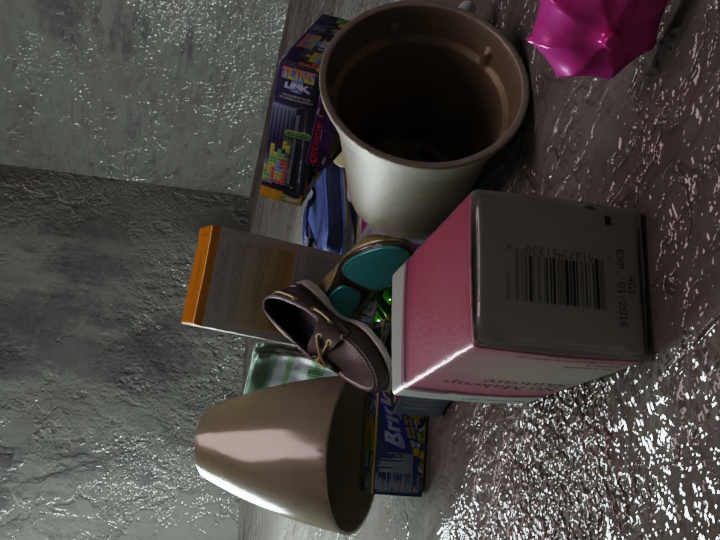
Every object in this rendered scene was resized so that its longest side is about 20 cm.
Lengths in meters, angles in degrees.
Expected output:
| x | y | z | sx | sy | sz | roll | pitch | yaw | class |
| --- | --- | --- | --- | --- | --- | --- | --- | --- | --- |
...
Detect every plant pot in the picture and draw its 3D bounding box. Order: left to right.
| x | y | z | sx | sy | sz | roll | pitch | yaw | class |
| --- | --- | --- | --- | --- | --- | --- | --- | --- | --- |
| -0.097 | 0.218 | 1.109 | 0.187 | 0.198 | 0.190 | 0 | -90 | -70 | plant pot |
| 0.057 | -0.134 | 0.920 | 0.184 | 0.198 | 0.202 | 95 | 176 | -61 | plant pot |

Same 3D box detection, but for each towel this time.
| x | y | z | sx | sy | sz | roll | pitch | yaw | class |
| --- | --- | --- | --- | --- | --- | --- | --- | --- | --- |
| -0.051 | 0.163 | 1.174 | 0.024 | 0.198 | 0.154 | -90 | 13 | -50 | towel |

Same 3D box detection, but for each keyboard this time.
| x | y | z | sx | sy | sz | roll | pitch | yaw | class |
| --- | --- | --- | --- | --- | --- | --- | --- | --- | --- |
| -0.017 | 0.056 | 1.167 | 0.200 | 0.011 | 0.057 | -170 | 86 | -71 | keyboard |

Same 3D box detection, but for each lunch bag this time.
| x | y | z | sx | sy | sz | roll | pitch | yaw | class |
| --- | --- | --- | --- | --- | --- | --- | --- | --- | --- |
| -0.021 | -0.058 | 1.307 | 0.137 | 0.131 | 0.201 | 109 | 163 | -46 | lunch bag |

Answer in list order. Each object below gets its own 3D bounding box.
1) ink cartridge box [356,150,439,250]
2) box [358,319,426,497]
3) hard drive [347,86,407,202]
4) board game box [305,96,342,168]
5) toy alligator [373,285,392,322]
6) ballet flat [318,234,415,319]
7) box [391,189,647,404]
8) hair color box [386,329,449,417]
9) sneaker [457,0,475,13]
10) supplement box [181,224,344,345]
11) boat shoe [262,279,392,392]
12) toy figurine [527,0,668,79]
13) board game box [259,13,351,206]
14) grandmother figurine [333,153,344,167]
| x | y | z | sx | sy | sz | roll | pitch | yaw | class |
| --- | --- | --- | --- | --- | --- | --- | --- | --- | --- |
| 0.051 | -0.094 | 1.131 | 0.200 | 0.074 | 0.167 | 129 | 147 | -67 | ink cartridge box |
| 0.041 | 0.162 | 1.071 | 0.070 | 0.064 | 0.202 | 146 | 130 | -74 | box |
| 0.020 | -0.194 | 1.091 | 0.201 | 0.026 | 0.133 | 112 | 164 | -52 | hard drive |
| -0.019 | -0.195 | 1.027 | 0.200 | 0.032 | 0.121 | -64 | -8 | -71 | board game box |
| 0.028 | 0.058 | 1.191 | 0.060 | 0.054 | 0.200 | 54 | 149 | 15 | toy alligator |
| 0.000 | 0.000 | 1.063 | 0.200 | 0.070 | 0.071 | -47 | 36 | 46 | ballet flat |
| 0.108 | 0.030 | 0.678 | 0.200 | 0.126 | 0.110 | 128 | 146 | -69 | box |
| 0.082 | 0.061 | 0.941 | 0.201 | 0.060 | 0.100 | 112 | 160 | -50 | hair color box |
| 0.098 | -0.251 | 1.047 | 0.089 | 0.075 | 0.200 | -64 | 7 | -6 | sneaker |
| -0.115 | 0.026 | 1.150 | 0.073 | 0.198 | 0.128 | 175 | 108 | -67 | supplement box |
| -0.038 | 0.079 | 1.027 | 0.200 | 0.059 | 0.072 | 41 | 131 | 39 | boat shoe |
| 0.157 | -0.224 | 0.644 | 0.200 | 0.148 | 0.186 | 32 | -127 | -80 | toy figurine |
| -0.058 | -0.196 | 1.076 | 0.200 | 0.056 | 0.167 | -67 | -10 | -59 | board game box |
| -0.003 | -0.213 | 1.289 | 0.061 | 0.121 | 0.200 | -50 | -5 | 36 | grandmother figurine |
